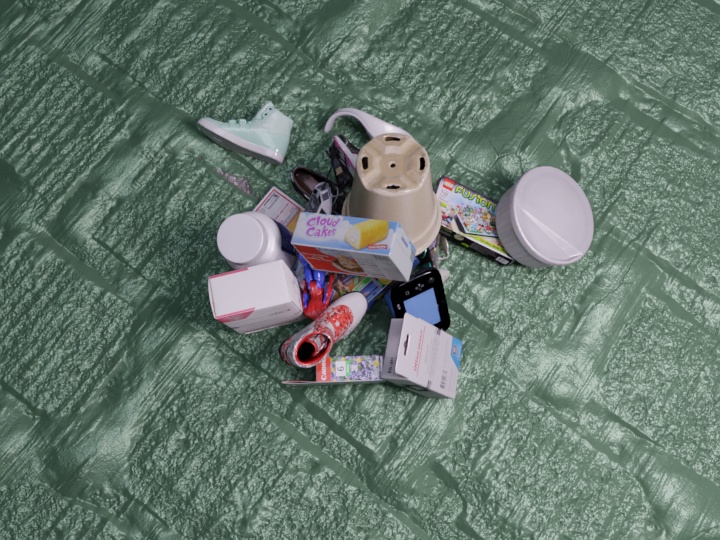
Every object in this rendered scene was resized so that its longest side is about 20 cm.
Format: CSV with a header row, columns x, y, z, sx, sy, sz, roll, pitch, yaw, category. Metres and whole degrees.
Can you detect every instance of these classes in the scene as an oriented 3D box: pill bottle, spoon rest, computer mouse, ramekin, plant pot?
x,y,z,sx,sy,sz,roll,pitch,yaw,category
-0.201,-0.049,1.451,0.118,0.200,0.121,-1,84,9,pill bottle
0.022,-0.300,1.611,0.198,0.061,0.100,18,37,8,spoon rest
-0.073,-0.138,1.515,0.043,0.201,0.110,8,33,-29,computer mouse
0.359,-0.097,1.504,0.200,0.094,0.205,8,71,-25,ramekin
0.058,-0.148,1.405,0.198,0.184,0.203,-1,64,2,plant pot

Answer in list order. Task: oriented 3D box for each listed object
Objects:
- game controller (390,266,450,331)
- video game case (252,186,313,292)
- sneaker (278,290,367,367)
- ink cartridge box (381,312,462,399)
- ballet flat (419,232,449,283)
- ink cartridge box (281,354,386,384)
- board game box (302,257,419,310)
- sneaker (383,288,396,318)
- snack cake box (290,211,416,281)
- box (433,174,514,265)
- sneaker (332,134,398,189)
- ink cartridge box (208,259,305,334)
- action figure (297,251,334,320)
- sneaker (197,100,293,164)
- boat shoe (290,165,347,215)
x,y,z,sx,sy,sz,roll,pitch,yaw,category
0.115,0.073,1.438,0.104,0.201,0.042,-32,50,-11,game controller
-0.149,-0.066,1.572,0.199,0.017,0.143,36,77,11,video game case
-0.054,0.110,1.379,0.200,0.108,0.068,-35,100,-16,sneaker
0.106,0.160,1.406,0.066,0.199,0.117,-4,67,40,ink cartridge box
0.149,-0.015,1.529,0.071,0.072,0.203,0,74,1,ballet flat
-0.048,0.192,1.441,0.197,0.109,0.051,-2,79,0,ink cartridge box
0.000,0.000,1.489,0.200,0.034,0.136,-42,69,4,board game box
0.044,0.008,1.527,0.078,0.066,0.202,-15,73,10,sneaker
-0.011,-0.042,1.359,0.198,0.115,0.068,8,70,25,snack cake box
0.233,-0.102,1.533,0.198,0.035,0.111,25,66,-8,box
0.017,-0.210,1.595,0.086,0.080,0.201,-32,78,-26,sneaker
-0.192,0.055,1.433,0.145,0.200,0.084,-14,77,1,ink cartridge box
-0.087,0.021,1.467,0.065,0.052,0.203,-11,79,21,action figure
-0.242,-0.316,1.620,0.198,0.074,0.120,20,80,-3,sneaker
-0.064,-0.149,1.572,0.199,0.068,0.072,36,75,10,boat shoe
